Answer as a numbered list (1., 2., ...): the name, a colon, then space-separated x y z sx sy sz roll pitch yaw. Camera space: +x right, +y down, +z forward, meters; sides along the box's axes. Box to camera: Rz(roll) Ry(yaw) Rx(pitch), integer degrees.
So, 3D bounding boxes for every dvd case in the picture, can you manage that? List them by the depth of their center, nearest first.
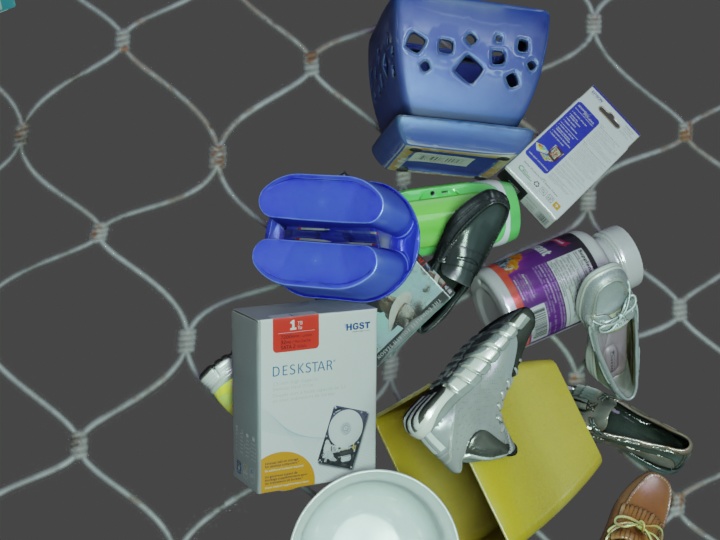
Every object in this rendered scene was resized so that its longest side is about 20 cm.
1. dvd case: 0.000 0.000 1.569 0.200 0.146 0.022 47 30 2

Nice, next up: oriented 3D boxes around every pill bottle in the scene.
1. pill bottle: 0.248 0.017 1.612 0.199 0.111 0.112 -22 82 -15

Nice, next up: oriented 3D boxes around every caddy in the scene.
1. caddy: -0.030 -0.038 1.500 0.198 0.105 0.143 5 86 23

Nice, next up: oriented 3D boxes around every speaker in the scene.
1. speaker: 0.095 -0.063 1.617 0.198 0.088 0.089 -8 79 -12

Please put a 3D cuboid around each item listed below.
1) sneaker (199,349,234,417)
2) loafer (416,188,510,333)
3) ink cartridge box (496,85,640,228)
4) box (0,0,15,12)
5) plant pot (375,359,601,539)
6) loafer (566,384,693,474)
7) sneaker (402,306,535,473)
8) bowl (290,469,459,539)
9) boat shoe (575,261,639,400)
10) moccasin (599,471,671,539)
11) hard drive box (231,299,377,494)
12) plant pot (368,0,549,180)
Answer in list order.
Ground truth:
1. sneaker: -0.090 0.110 1.555 0.199 0.078 0.091 -31 91 -9
2. loafer: 0.120 -0.008 1.565 0.068 0.071 0.201 21 117 -30
3. ink cartridge box: 0.273 -0.150 1.684 0.095 0.037 0.200 47 63 2
4. box: -0.507 -0.410 1.607 0.082 0.049 0.201 -25 83 -15
5. plant pot: 0.160 0.210 1.518 0.175 0.200 0.201 -23 82 -24
6. loafer: 0.318 0.185 1.598 0.198 0.063 0.072 23 63 5
7. sneaker: 0.143 0.139 1.395 0.200 0.075 0.116 -43 98 -23
8. bowl: 0.011 0.330 1.502 0.199 0.090 0.203 1 85 -8
9. boat shoe: 0.309 0.074 1.568 0.074 0.203 0.065 -23 44 -14
10. moccasin: 0.323 0.333 1.567 0.073 0.078 0.202 38 69 3
11. hard drive box: -0.065 0.141 1.491 0.155 0.077 0.202 -6 101 -28
12. plant pot: 0.113 -0.219 1.603 0.198 0.200 0.182 5 82 -9
